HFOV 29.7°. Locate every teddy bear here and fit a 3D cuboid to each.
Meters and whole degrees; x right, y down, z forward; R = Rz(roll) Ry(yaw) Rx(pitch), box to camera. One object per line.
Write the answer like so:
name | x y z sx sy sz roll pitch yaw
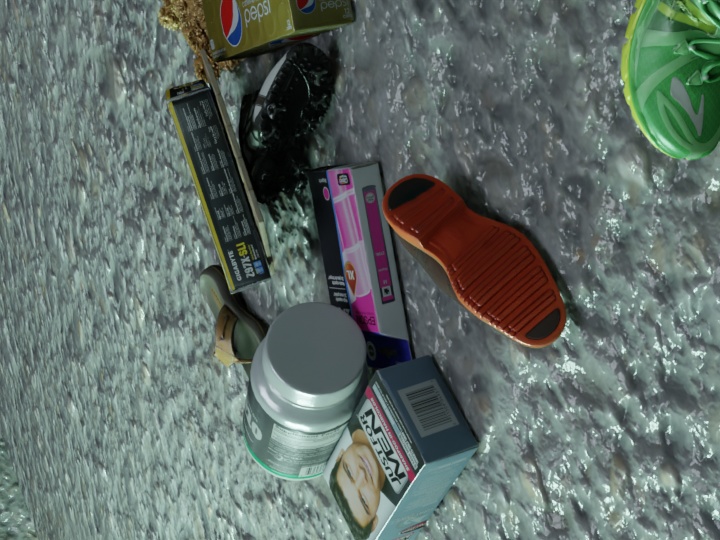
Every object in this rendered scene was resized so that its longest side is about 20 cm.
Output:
teddy bear | -0.173 -0.297 1.430 0.145 0.066 0.202 12 114 58

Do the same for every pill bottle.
pill bottle | -0.054 0.118 1.314 0.114 0.112 0.200 63 159 24

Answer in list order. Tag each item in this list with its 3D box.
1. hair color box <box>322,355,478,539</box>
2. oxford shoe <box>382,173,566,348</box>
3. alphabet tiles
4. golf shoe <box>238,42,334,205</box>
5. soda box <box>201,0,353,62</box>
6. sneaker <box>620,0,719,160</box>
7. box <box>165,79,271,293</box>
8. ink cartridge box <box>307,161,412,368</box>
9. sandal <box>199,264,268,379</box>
hair color box | 0.033 0.177 1.265 0.099 0.060 0.201 62 150 26
oxford shoe | 0.096 0.000 1.077 0.200 0.071 0.073 48 171 38
alphabet tiles | -0.121 -0.111 1.339 0.167 0.007 0.201 88 163 -74
golf shoe | -0.086 -0.157 1.318 0.095 0.077 0.201 60 148 29
soda box | -0.082 -0.247 1.282 0.200 0.064 0.068 -1 101 62
sneaker | 0.204 -0.148 0.770 0.084 0.074 0.201 49 143 48
box | -0.147 -0.091 1.388 0.160 0.049 0.202 -121 14 -76
ink cartridge box | 0.000 0.000 1.276 0.095 0.037 0.202 2 106 62
sandal | -0.152 0.071 1.573 0.200 0.054 0.082 56 147 35
